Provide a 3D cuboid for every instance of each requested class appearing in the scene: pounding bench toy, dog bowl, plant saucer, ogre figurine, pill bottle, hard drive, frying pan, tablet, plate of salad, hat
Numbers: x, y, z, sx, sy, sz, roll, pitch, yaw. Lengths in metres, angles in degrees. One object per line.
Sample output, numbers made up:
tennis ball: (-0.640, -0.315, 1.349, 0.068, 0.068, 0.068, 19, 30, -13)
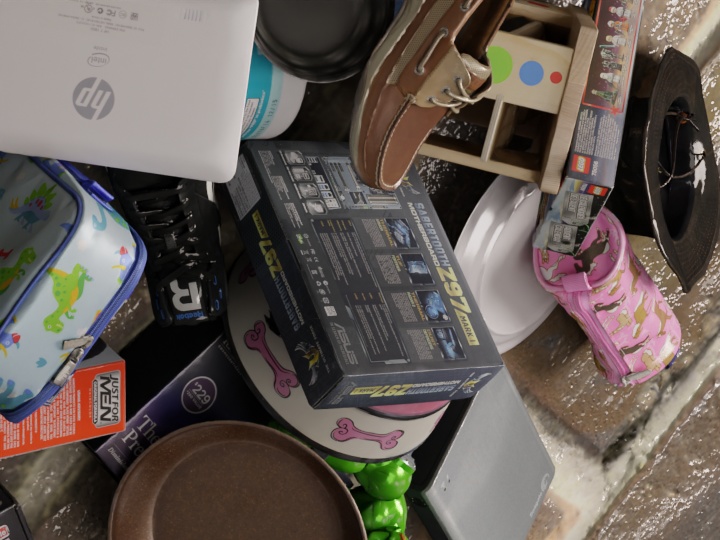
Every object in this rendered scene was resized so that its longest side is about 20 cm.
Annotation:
pounding bench toy: (0.083, -0.155, 1.711, 0.155, 0.200, 0.125, 13, 104, -2)
dog bowl: (-0.001, 0.039, 1.685, 0.199, 0.202, 0.074, 9, 144, -35)
plant saucer: (-0.087, 0.201, 1.659, 0.198, 0.037, 0.202, 3, 106, 11)
ogre figurine: (-0.021, 0.193, 1.721, 0.119, 0.098, 0.202, -1, 97, -15)
pill bottle: (-0.144, -0.144, 1.568, 0.198, 0.111, 0.112, -4, 113, -32)
hard drive: (0.099, 0.170, 1.858, 0.140, 0.033, 0.200, -62, 148, -24)
frying pan: (-0.062, -0.171, 1.538, 0.189, 0.031, 0.116, -27, 101, -20)
tablet: (-0.173, -0.135, 1.482, 0.198, 0.014, 0.131, 8, 98, -2)
plate of salad: (0.127, -0.022, 1.833, 0.200, 0.048, 0.201, -34, 140, -34)
hat: (0.233, -0.080, 1.841, 0.200, 0.080, 0.203, -3, 90, -66)

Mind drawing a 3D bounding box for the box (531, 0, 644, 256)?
box: (0.177, -0.129, 1.717, 0.040, 0.137, 0.202, 13, 69, -1)

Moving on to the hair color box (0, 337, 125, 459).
hair color box: (-0.276, 0.089, 1.595, 0.199, 0.101, 0.062, -11, 117, -29)

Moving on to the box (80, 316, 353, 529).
box: (-0.117, 0.138, 1.736, 0.141, 0.079, 0.200, -45, 128, -11)

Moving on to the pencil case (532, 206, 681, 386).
pencil case: (0.204, 0.022, 1.851, 0.083, 0.087, 0.200, -38, 145, 0)

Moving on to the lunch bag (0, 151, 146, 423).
lunch bag: (-0.235, -0.004, 1.515, 0.082, 0.200, 0.161, 36, 90, -38)

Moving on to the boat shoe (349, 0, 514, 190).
boat shoe: (0.054, -0.143, 1.562, 0.076, 0.071, 0.201, -4, 119, -60)

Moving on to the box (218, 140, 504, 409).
box: (0.000, 0.000, 1.623, 0.157, 0.201, 0.051, -3, 150, -41)

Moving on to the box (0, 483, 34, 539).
box: (-0.320, 0.288, 1.692, 0.199, 0.050, 0.200, -28, 124, -21)

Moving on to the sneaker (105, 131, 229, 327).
sneaker: (-0.126, -0.023, 1.579, 0.072, 0.113, 0.200, -12, 160, 4)
